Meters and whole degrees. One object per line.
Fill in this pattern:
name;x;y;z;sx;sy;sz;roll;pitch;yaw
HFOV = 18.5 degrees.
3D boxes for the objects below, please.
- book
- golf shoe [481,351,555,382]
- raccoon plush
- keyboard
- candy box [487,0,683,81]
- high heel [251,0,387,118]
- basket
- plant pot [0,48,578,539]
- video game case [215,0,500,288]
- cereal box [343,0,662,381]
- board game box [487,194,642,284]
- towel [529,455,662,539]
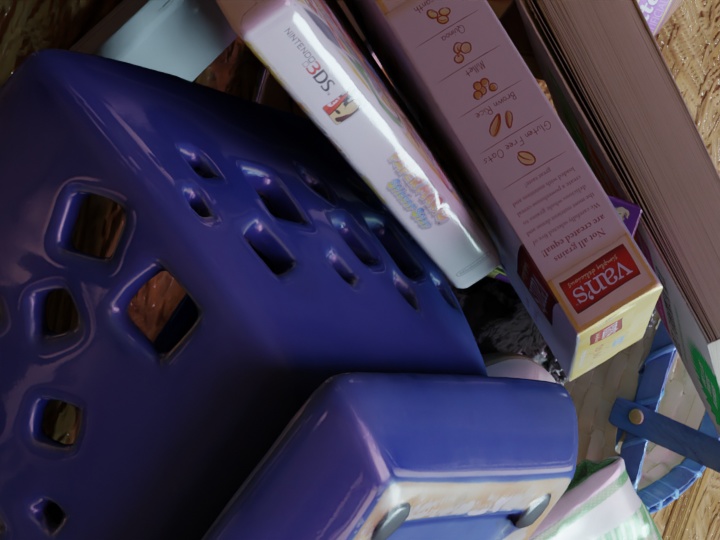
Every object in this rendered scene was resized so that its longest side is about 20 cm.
book;0.135;-0.026;0.985;0.048;0.201;0.134;-23;149;0
golf shoe;0.027;0.125;0.857;0.073;0.092;0.200;40;79;-34
raccoon plush;0.127;0.027;1.127;0.134;0.199;0.097;60;30;-63
keyboard;-0.095;-0.069;0.842;0.200;0.011;0.056;-49;150;-37
candy box;0.127;-0.179;1.026;0.116;0.057;0.200;9;125;-51
high heel;-0.008;-0.135;0.898;0.143;0.071;0.201;-49;147;-33
basket;0.192;0.070;1.242;0.176;0.199;0.140;-11;115;-58
plant pot;-0.055;0.065;0.745;0.200;0.180;0.200;-54;155;14
video game case;-0.034;-0.105;0.744;0.023;0.200;0.182;-34;146;6
cereal box;0.040;-0.060;0.799;0.039;0.201;0.144;-30;170;0
board game box;0.059;-0.020;0.965;0.200;0.120;0.032;63;50;-82
towel;0.093;0.197;0.967;0.152;0.023;0.201;-33;111;-17
